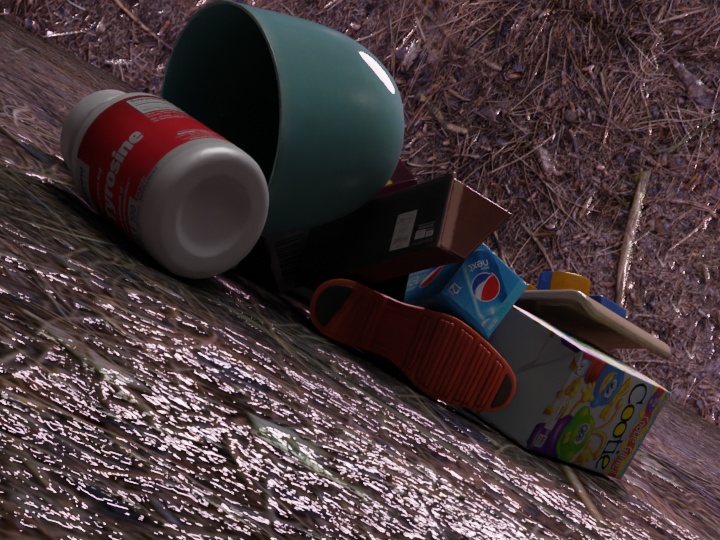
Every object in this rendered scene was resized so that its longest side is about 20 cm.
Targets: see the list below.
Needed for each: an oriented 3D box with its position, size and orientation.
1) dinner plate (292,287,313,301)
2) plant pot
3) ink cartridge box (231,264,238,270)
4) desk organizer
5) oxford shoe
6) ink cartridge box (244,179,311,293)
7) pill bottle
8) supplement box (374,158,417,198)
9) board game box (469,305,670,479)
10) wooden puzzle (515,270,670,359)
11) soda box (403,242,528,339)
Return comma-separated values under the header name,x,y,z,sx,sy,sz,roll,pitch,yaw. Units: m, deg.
name,x,y,z,sx,sy,sz,roll,pitch,yaw
dinner plate,-0.035,0.020,1.688,0.199,0.024,0.200,30,3,-2
plant pot,-0.060,-0.126,1.406,0.160,0.202,0.200,0,22,-37
ink cartridge box,-0.202,-0.078,1.554,0.173,0.044,0.200,28,5,-20
desk organizer,0.037,-0.019,1.439,0.077,0.072,0.199,29,-27,-32
oxford shoe,0.049,0.063,1.442,0.199,0.072,0.073,30,-1,1
ink cartridge box,-0.100,-0.059,1.593,0.050,0.110,0.200,-18,21,-15
pill bottle,-0.170,-0.080,1.328,0.112,0.113,0.200,26,6,-42
supplement box,-0.021,-0.083,1.617,0.109,0.086,0.200,-14,31,-13
board game box,0.194,0.118,1.532,0.103,0.105,0.199,33,6,36
wooden puzzle,0.195,0.040,1.635,0.199,0.047,0.185,5,-15,39
soda box,0.075,0.029,1.512,0.064,0.068,0.200,42,-19,-10
